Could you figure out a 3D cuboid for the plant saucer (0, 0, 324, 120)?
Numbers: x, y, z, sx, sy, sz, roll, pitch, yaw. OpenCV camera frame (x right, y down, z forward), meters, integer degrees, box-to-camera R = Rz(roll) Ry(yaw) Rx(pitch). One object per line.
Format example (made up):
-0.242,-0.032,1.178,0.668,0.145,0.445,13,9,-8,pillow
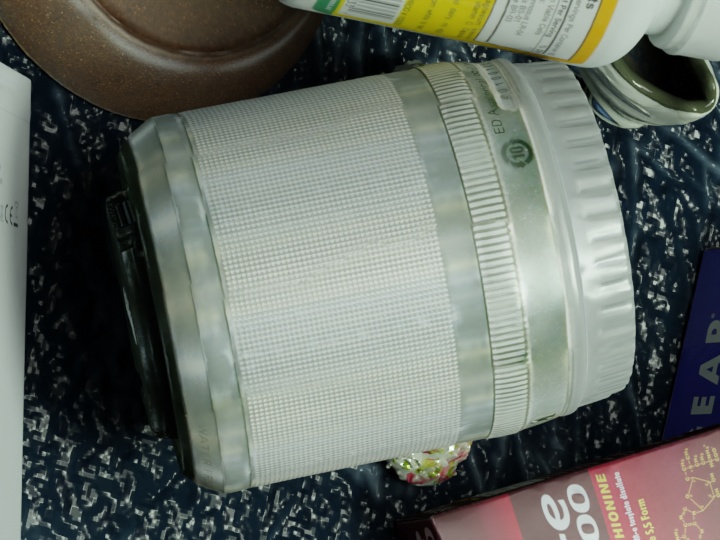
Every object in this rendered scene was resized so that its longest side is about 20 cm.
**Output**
-0.083,-0.167,1.172,0.200,0.034,0.201,3,85,-33,plant saucer

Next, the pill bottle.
0.068,-0.149,1.119,0.199,0.113,0.113,11,80,-11,pill bottle

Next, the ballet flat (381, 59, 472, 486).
0.034,0.000,1.221,0.075,0.064,0.201,-3,89,-35,ballet flat

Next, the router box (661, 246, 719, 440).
0.236,0.109,1.360,0.179,0.049,0.201,22,74,-32,router box

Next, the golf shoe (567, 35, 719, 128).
0.106,-0.149,1.254,0.078,0.097,0.200,-46,111,-5,golf shoe

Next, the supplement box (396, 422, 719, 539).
0.129,0.140,1.238,0.199,0.061,0.109,-16,86,-17,supplement box

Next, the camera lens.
0.000,0.000,1.107,0.199,0.160,0.161,-11,93,-7,camera lens

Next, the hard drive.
-0.162,0.013,1.057,0.027,0.132,0.201,-1,85,8,hard drive
